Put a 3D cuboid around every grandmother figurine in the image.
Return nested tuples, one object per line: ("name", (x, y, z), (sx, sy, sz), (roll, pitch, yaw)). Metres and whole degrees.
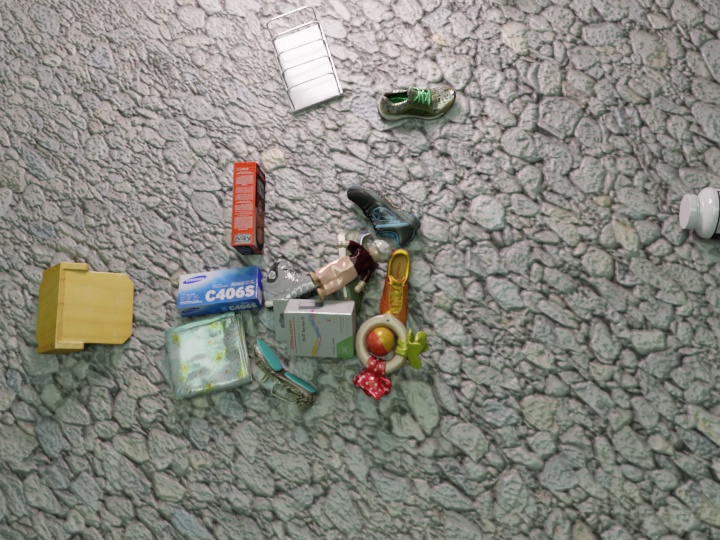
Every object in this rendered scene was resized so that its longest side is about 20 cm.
("grandmother figurine", (-0.019, -0.014, 1.682), (0.197, 0.061, 0.123), (-26, 106, -10))

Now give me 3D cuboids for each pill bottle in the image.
("pill bottle", (0.820, -0.125, 1.638), (0.195, 0.113, 0.115), (4, 79, 8))

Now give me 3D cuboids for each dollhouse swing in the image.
("dollhouse swing", (-0.674, 0.099, 1.812), (0.180, 0.173, 0.205), (-15, 73, 46))

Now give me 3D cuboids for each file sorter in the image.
("file sorter", (-0.142, -0.527, 1.830), (0.136, 0.125, 0.204), (-18, 76, 2))

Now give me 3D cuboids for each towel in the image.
("towel", (-0.359, 0.201, 1.746), (0.195, 0.048, 0.175), (-13, 76, 4))

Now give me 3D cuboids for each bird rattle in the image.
("bird rattle", (0.056, 0.186, 1.675), (0.198, 0.112, 0.165), (-35, 78, 15))

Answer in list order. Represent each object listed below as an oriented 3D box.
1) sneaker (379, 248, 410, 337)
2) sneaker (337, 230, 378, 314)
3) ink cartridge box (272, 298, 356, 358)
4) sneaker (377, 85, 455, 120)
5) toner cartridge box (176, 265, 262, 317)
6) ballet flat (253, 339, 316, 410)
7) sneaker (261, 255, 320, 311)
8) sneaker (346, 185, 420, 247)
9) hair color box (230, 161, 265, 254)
("sneaker", (0.078, 0.051, 1.707), (0.071, 0.077, 0.206), (2, 88, 6))
("sneaker", (0.000, 0.000, 1.732), (0.088, 0.067, 0.205), (-10, 74, 10))
("ink cartridge box", (-0.110, 0.132, 1.693), (0.195, 0.068, 0.120), (1, 115, 8))
("sneaker", (0.135, -0.414, 1.791), (0.195, 0.089, 0.079), (-9, 77, 5))
("toner cartridge box", (-0.334, 0.050, 1.760), (0.195, 0.044, 0.097), (-8, 53, 5))
("ballet flat", (-0.191, 0.250, 1.711), (0.199, 0.068, 0.076), (40, 101, 11))
("sneaker", (-0.148, 0.009, 1.748), (0.196, 0.075, 0.118), (-21, 74, 3))
("sneaker", (0.044, -0.131, 1.753), (0.198, 0.073, 0.083), (31, 84, 12))
("hair color box", (-0.269, -0.148, 1.780), (0.060, 0.102, 0.205), (-1, 79, 6))
